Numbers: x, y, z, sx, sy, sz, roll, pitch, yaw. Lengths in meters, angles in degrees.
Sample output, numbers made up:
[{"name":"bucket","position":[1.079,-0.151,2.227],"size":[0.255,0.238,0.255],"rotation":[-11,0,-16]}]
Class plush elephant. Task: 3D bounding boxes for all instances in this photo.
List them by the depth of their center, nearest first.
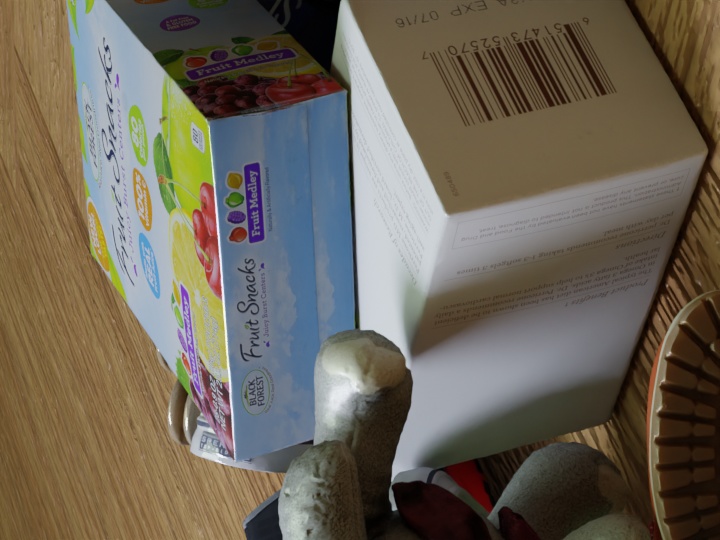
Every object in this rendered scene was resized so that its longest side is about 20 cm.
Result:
[{"name":"plush elephant","position":[0.046,0.136,0.848],"size":[0.165,0.201,0.155],"rotation":[37,164,-31]}]

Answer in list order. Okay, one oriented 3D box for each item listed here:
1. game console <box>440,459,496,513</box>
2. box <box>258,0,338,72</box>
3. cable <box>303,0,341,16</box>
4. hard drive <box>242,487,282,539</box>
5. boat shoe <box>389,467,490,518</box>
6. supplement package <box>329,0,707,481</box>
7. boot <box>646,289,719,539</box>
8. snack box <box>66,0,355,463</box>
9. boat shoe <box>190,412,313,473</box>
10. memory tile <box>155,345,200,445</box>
[{"name":"game console","position":[0.066,0.197,1.146],"size":[0.177,0.031,0.201],"rotation":[-105,4,-79]},{"name":"box","position":[-0.036,-0.144,1.090],"size":[0.200,0.032,0.121],"rotation":[-56,39,19]},{"name":"cable","position":[0.011,-0.146,0.919],"size":[0.199,0.163,0.051],"rotation":[-11,57,42]},{"name":"hard drive","position":[-0.019,0.200,1.132],"size":[0.200,0.042,0.135],"rotation":[76,-179,-60]},{"name":"boat shoe","position":[0.078,0.159,0.995],"size":[0.200,0.065,0.072],"rotation":[60,-153,-28]},{"name":"supplement package","position":[0.052,-0.019,0.951],"size":[0.200,0.116,0.118],"rotation":[102,149,-53]},{"name":"boot","position":[0.135,0.097,0.859],"size":[0.107,0.075,0.201],"rotation":[-139,37,-69]},{"name":"snack box","position":[-0.069,-0.040,1.002],"size":[0.200,0.067,0.169],"rotation":[-130,32,-53]},{"name":"boat shoe","position":[-0.037,0.067,1.223],"size":[0.200,0.071,0.070],"rotation":[6,-84,-72]},{"name":"memory tile","position":[-0.067,-0.014,1.232],"size":[0.017,0.153,0.201],"rotation":[15,126,27]}]
